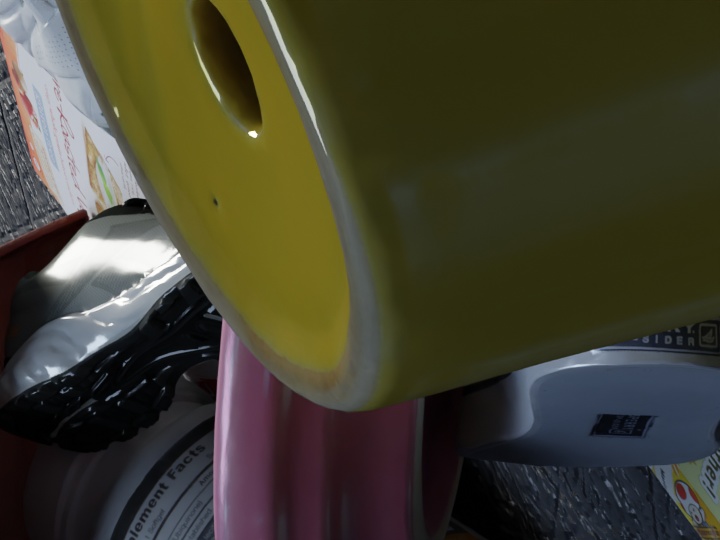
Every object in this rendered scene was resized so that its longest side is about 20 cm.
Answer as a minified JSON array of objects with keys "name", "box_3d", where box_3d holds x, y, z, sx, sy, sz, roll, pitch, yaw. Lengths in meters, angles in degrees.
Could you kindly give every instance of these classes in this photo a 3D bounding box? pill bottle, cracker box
[{"name":"pill bottle","box_3d":[-0.035,0.121,1.078,0.200,0.116,0.116,29,145,35]},{"name":"cracker box","box_3d":[-0.088,-0.041,1.178,0.200,0.058,0.134,50,159,37]}]

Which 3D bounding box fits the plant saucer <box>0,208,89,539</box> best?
[{"name":"plant saucer","box_3d":[-0.154,0.083,1.120,0.200,0.037,0.200,-41,-47,-78]}]

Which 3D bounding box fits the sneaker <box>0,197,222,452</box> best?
[{"name":"sneaker","box_3d":[-0.068,-0.001,1.023,0.074,0.200,0.079,25,-130,-43]}]

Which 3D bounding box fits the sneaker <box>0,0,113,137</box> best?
[{"name":"sneaker","box_3d":[-0.089,-0.103,1.013,0.099,0.078,0.200,54,173,9]}]

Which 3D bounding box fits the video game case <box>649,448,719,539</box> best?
[{"name":"video game case","box_3d":[0.075,-0.029,0.764,0.182,0.023,0.200,55,160,28]}]

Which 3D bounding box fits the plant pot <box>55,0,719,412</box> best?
[{"name":"plant pot","box_3d":[0.050,-0.071,0.487,0.201,0.189,0.201,53,160,29]}]

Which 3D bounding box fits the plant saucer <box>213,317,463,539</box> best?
[{"name":"plant saucer","box_3d":[0.004,0.009,0.760,0.201,0.051,0.201,7,-90,-82]}]

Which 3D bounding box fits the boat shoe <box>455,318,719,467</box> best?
[{"name":"boat shoe","box_3d":[0.067,0.013,0.719,0.200,0.074,0.065,123,149,-76]}]
